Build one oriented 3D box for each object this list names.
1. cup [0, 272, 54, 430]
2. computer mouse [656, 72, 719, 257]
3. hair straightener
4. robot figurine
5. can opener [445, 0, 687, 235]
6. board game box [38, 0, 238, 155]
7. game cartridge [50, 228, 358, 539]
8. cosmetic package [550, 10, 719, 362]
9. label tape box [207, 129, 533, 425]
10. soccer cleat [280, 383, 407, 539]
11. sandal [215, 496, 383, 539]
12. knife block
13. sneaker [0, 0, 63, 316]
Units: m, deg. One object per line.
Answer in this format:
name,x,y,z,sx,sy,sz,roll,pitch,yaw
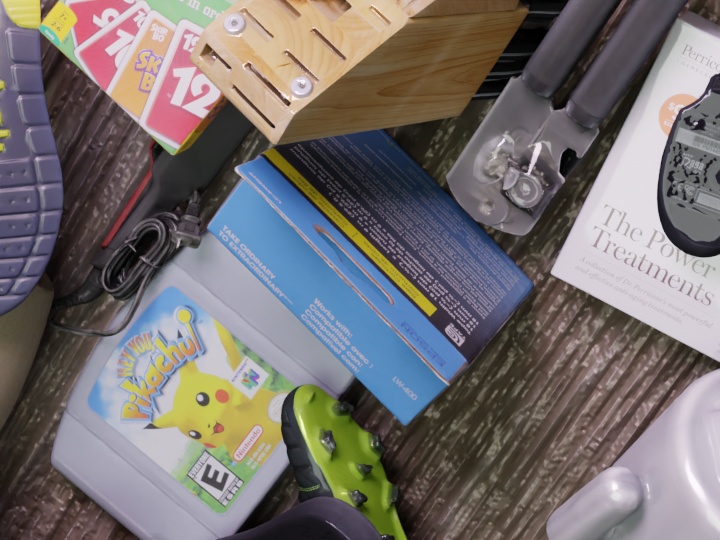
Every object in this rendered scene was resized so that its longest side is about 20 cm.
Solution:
cup,-0.258,0.023,1.088,0.143,0.200,0.200,-43,88,2
computer mouse,0.196,-0.101,0.942,0.059,0.034,0.200,22,100,2
hair straightener,-0.114,-0.034,1.075,0.041,0.077,0.200,30,113,-28
robot figurine,0.182,0.125,0.983,0.169,0.113,0.200,8,145,-19
can opener,0.113,-0.103,0.984,0.053,0.067,0.200,36,118,5
board game box,-0.063,-0.159,0.942,0.096,0.030,0.200,43,111,2
game cartridge,-0.090,0.070,1.116,0.133,0.040,0.200,40,111,9
cosmetic package,0.220,-0.021,0.991,0.200,0.052,0.151,27,106,9
label tape box,0.000,0.000,0.982,0.144,0.200,0.063,45,111,3
soccer cleat,-0.007,0.156,1.082,0.081,0.068,0.200,-17,111,26
sandal,-0.060,0.180,1.071,0.076,0.043,0.200,44,138,-1
knife block,0.023,-0.108,0.951,0.200,0.176,0.064,-40,68,-13
sneaker,-0.197,-0.075,1.015,0.074,0.082,0.200,0,96,-19
